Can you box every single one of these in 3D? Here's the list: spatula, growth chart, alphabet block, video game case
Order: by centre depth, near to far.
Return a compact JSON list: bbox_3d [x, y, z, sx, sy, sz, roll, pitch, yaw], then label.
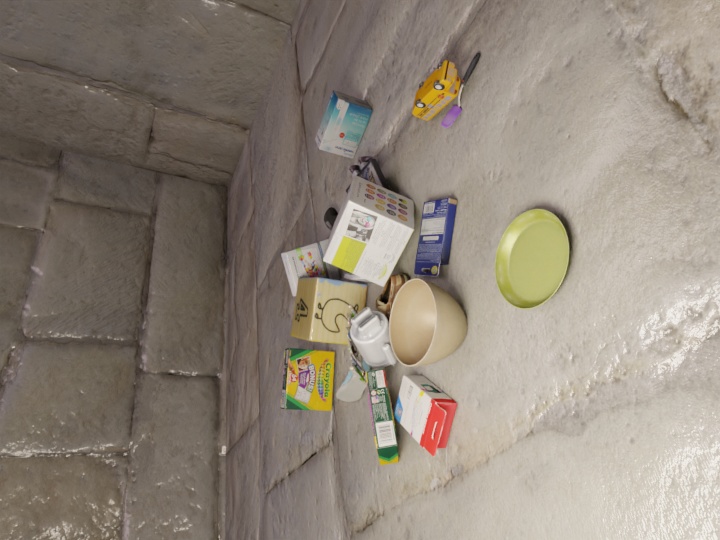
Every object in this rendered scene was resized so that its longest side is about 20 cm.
[{"bbox_3d":[0.268,-0.472,1.371,0.057,0.020,0.202,-119,46,-57],"label":"spatula"},{"bbox_3d":[-0.011,0.211,1.489,0.017,0.145,0.203,-10,61,17],"label":"growth chart"},{"bbox_3d":[0.037,-0.220,1.664,0.181,0.025,0.203,-41,69,52],"label":"video game case"},{"bbox_3d":[-0.107,0.135,1.737,0.196,0.192,0.204,-5,78,65],"label":"alphabet block"}]

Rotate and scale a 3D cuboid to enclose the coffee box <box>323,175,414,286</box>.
[{"bbox_3d":[0.027,-0.114,1.484,0.201,0.195,0.202,-80,14,-60],"label":"coffee box"}]

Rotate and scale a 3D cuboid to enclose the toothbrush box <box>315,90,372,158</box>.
[{"bbox_3d":[-0.064,-0.536,1.921,0.202,0.144,0.086,-62,32,31],"label":"toothbrush box"}]

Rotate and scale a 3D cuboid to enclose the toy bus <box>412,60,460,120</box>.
[{"bbox_3d":[0.205,-0.481,1.405,0.200,0.077,0.066,157,128,-68],"label":"toy bus"}]

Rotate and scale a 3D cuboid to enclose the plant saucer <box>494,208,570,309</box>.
[{"bbox_3d":[0.349,-0.021,1.049,0.200,0.031,0.204,-33,52,57],"label":"plant saucer"}]

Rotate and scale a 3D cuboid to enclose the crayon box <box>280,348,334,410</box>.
[{"bbox_3d":[-0.182,0.380,1.811,0.058,0.170,0.204,157,118,-63],"label":"crayon box"}]

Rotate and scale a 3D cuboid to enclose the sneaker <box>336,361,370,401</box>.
[{"bbox_3d":[-0.015,0.345,1.638,0.200,0.073,0.083,-52,15,45],"label":"sneaker"}]

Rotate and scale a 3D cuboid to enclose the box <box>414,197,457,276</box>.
[{"bbox_3d":[0.196,-0.084,1.375,0.121,0.032,0.204,5,84,64],"label":"box"}]

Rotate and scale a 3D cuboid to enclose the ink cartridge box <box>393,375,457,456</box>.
[{"bbox_3d":[0.163,0.348,1.260,0.200,0.066,0.118,31,110,62],"label":"ink cartridge box"}]

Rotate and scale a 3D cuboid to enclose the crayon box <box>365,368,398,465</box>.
[{"bbox_3d":[0.059,0.391,1.384,0.174,0.057,0.203,80,-179,-57],"label":"crayon box"}]

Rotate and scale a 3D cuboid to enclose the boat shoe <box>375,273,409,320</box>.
[{"bbox_3d":[0.077,0.096,1.510,0.076,0.073,0.203,53,128,56],"label":"boat shoe"}]

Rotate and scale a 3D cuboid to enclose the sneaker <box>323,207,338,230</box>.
[{"bbox_3d":[-0.075,-0.167,1.922,0.091,0.075,0.202,-48,47,32],"label":"sneaker"}]

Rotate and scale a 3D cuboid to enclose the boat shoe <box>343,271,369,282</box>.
[{"bbox_3d":[0.000,0.000,1.709,0.200,0.071,0.069,-175,93,-71],"label":"boat shoe"}]

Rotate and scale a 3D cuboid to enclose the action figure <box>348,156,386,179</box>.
[{"bbox_3d":[0.035,-0.283,1.730,0.130,0.069,0.202,-44,58,41],"label":"action figure"}]

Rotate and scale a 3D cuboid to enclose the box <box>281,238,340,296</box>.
[{"bbox_3d":[-0.175,-0.014,1.860,0.041,0.198,0.159,-7,100,50],"label":"box"}]

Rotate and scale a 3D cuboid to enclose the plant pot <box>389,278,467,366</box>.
[{"bbox_3d":[0.174,0.129,1.237,0.200,0.132,0.204,-30,56,57],"label":"plant pot"}]

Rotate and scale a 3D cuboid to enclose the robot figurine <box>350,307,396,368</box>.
[{"bbox_3d":[0.042,0.194,1.450,0.170,0.112,0.201,47,168,47],"label":"robot figurine"}]
